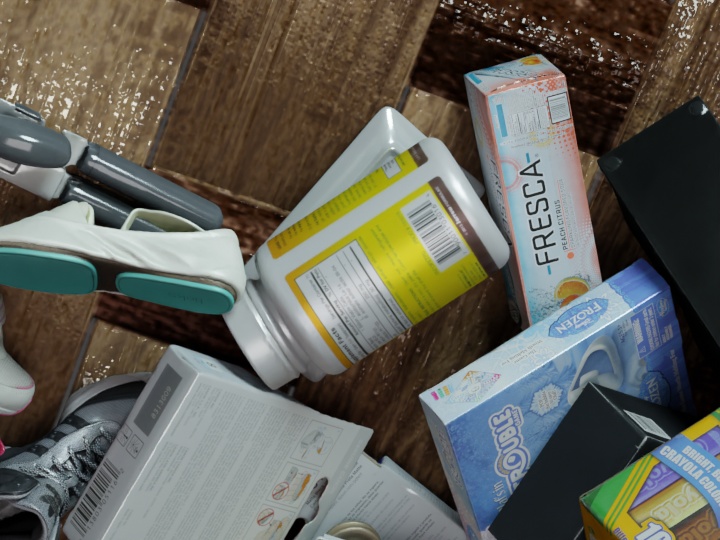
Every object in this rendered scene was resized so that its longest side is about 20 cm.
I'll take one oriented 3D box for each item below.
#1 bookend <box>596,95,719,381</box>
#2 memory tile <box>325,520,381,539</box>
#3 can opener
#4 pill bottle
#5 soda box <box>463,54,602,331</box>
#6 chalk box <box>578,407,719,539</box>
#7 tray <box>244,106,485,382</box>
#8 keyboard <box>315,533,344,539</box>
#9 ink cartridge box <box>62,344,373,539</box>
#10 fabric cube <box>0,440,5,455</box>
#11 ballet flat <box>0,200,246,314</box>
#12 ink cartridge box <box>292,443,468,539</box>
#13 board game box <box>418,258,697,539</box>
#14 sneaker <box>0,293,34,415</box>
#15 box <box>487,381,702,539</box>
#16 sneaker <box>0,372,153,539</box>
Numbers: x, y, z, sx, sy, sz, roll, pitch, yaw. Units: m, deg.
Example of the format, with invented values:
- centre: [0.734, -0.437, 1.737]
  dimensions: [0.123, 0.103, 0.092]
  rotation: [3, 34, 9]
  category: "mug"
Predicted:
- centre: [0.279, 0.006, 1.667]
  dimensions: [0.092, 0.199, 0.200]
  rotation: [-32, 155, 2]
  category: "bookend"
- centre: [-0.011, 0.303, 1.729]
  dimensions: [0.153, 0.017, 0.201]
  rotation: [32, 101, -17]
  category: "memory tile"
- centre: [-0.192, -0.059, 1.590]
  dimensions: [0.199, 0.067, 0.054]
  rotation: [26, 104, -17]
  category: "can opener"
- centre: [0.000, 0.000, 1.597]
  dimensions: [0.199, 0.109, 0.110]
  rotation: [-33, 111, 3]
  category: "pill bottle"
- centre: [0.130, -0.053, 1.646]
  dimensions: [0.063, 0.068, 0.201]
  rotation: [-15, 110, -7]
  category: "soda box"
- centre: [0.271, 0.181, 1.557]
  dimensions: [0.199, 0.124, 0.125]
  rotation: [-30, 141, -13]
  category: "chalk box"
- centre: [-0.006, -0.015, 1.662]
  dimensions: [0.107, 0.022, 0.200]
  rotation: [39, 99, -18]
  category: "tray"
- centre: [0.048, 0.248, 1.696]
  dimensions: [0.199, 0.011, 0.056]
  rotation: [19, 126, -14]
  category: "keyboard"
- centre: [-0.101, 0.153, 1.635]
  dimensions: [0.199, 0.047, 0.161]
  rotation: [22, 102, -47]
  category: "ink cartridge box"
- centre: [-0.399, 0.116, 1.509]
  dimensions: [0.198, 0.200, 0.197]
  rotation: [-15, 114, 25]
  category: "fabric cube"
- centre: [-0.177, -0.015, 1.564]
  dimensions: [0.198, 0.070, 0.070]
  rotation: [8, 108, -3]
  category: "ballet flat"
- centre: [-0.009, 0.248, 1.742]
  dimensions: [0.200, 0.041, 0.200]
  rotation: [40, 98, -18]
  category: "ink cartridge box"
- centre: [0.156, 0.118, 1.665]
  dimensions: [0.198, 0.043, 0.201]
  rotation: [-30, 135, -11]
  category: "board game box"
- centre: [-0.289, 0.016, 1.592]
  dimensions: [0.088, 0.081, 0.201]
  rotation: [-33, 112, 5]
  category: "sneaker"
- centre: [0.213, 0.178, 1.663]
  dimensions: [0.199, 0.079, 0.142]
  rotation: [20, 107, -44]
  category: "box"
- centre: [-0.215, 0.152, 1.634]
  dimensions: [0.199, 0.114, 0.076]
  rotation: [-28, 111, 1]
  category: "sneaker"
